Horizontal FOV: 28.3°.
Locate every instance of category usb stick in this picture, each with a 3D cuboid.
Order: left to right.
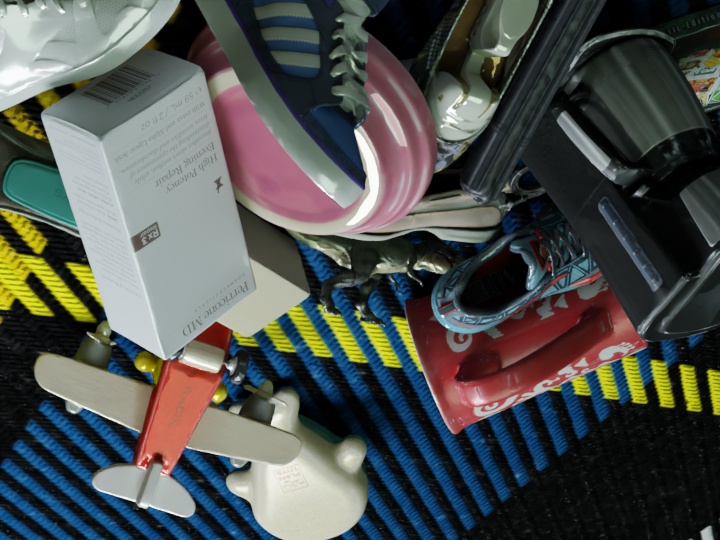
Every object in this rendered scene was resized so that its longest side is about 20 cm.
[{"bbox_3d":[0.126,-0.139,1.020,0.032,0.055,0.201,25,110,-6],"label":"usb stick"}]

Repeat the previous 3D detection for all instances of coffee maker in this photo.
[{"bbox_3d":[0.215,-0.049,1.073,0.134,0.200,0.192,-19,152,-18],"label":"coffee maker"}]

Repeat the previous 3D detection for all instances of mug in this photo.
[{"bbox_3d":[0.160,0.070,1.325,0.199,0.178,0.134,-21,131,7],"label":"mug"}]

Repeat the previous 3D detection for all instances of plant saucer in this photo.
[{"bbox_3d":[-0.044,-0.098,1.030,0.200,0.051,0.201,17,139,16],"label":"plant saucer"}]

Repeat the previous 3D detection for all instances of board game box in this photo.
[{"bbox_3d":[0.231,-0.151,1.145,0.199,0.024,0.105,-17,147,9],"label":"board game box"}]

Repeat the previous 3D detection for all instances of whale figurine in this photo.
[{"bbox_3d":[-0.069,0.195,1.526,0.158,0.104,0.200,-18,121,13],"label":"whale figurine"}]

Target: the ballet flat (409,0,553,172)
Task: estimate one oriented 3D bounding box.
[{"bbox_3d":[0.081,-0.149,0.998,0.072,0.072,0.201,13,114,-32],"label":"ballet flat"}]

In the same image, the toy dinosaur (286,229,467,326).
[{"bbox_3d":[0.000,0.000,1.261,0.199,0.089,0.047,13,178,-28],"label":"toy dinosaur"}]

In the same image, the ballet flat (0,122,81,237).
[{"bbox_3d":[-0.269,-0.078,1.066,0.199,0.064,0.068,24,98,-13],"label":"ballet flat"}]

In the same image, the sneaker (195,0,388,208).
[{"bbox_3d":[-0.009,-0.157,0.911,0.146,0.200,0.081,-34,160,8],"label":"sneaker"}]

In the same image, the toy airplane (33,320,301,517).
[{"bbox_3d":[-0.175,0.124,1.328,0.198,0.141,0.201,-23,114,0],"label":"toy airplane"}]

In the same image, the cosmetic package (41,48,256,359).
[{"bbox_3d":[-0.148,-0.046,1.033,0.102,0.074,0.201,-39,135,-30],"label":"cosmetic package"}]

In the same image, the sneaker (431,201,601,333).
[{"bbox_3d":[0.156,-0.007,1.230,0.200,0.079,0.096,-34,177,-3],"label":"sneaker"}]

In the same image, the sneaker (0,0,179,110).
[{"bbox_3d":[-0.221,-0.175,0.935,0.199,0.074,0.116,-24,148,20],"label":"sneaker"}]

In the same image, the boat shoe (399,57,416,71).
[{"bbox_3d":[0.055,-0.126,1.092,0.199,0.072,0.068,-21,141,2],"label":"boat shoe"}]

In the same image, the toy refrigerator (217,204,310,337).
[{"bbox_3d":[-0.136,-0.023,1.190,0.076,0.070,0.200,-34,141,21],"label":"toy refrigerator"}]

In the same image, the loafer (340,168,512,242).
[{"bbox_3d":[0.039,-0.066,1.187,0.199,0.072,0.063,3,128,-30],"label":"loafer"}]
